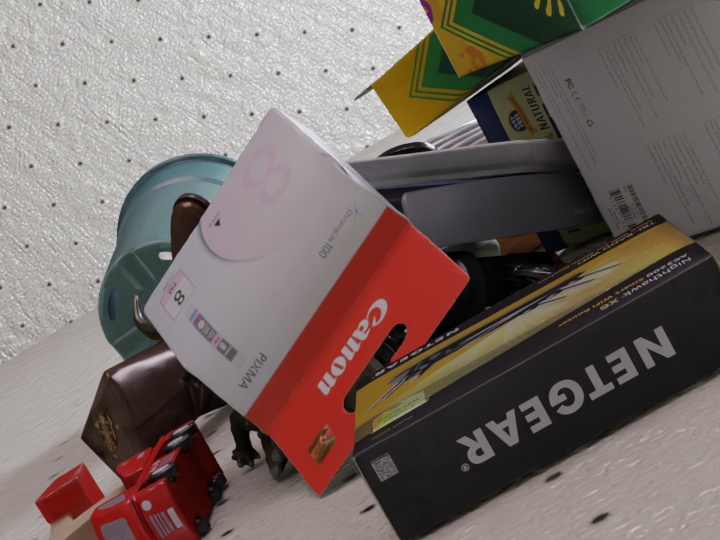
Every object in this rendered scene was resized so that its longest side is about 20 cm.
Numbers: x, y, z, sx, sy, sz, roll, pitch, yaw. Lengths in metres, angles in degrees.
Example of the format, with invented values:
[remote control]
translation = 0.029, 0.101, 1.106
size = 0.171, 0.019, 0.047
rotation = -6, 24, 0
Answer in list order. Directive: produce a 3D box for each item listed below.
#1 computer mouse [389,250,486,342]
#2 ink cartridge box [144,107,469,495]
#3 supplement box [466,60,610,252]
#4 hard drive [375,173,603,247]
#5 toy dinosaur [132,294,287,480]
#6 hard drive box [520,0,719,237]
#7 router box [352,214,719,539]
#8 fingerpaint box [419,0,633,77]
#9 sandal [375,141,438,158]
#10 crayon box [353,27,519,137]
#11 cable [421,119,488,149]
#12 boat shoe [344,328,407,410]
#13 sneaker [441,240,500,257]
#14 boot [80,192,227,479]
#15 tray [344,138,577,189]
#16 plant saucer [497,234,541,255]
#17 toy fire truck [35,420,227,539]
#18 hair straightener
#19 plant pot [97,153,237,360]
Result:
[computer mouse]
translation = 0.040, 0.027, 1.103
size = 0.034, 0.059, 0.200
rotation = -1, -11, -13
[ink cartridge box]
translation = -0.041, 0.013, 1.017
size = 0.163, 0.057, 0.200
rotation = -56, 37, 9
[supplement box]
translation = 0.227, -0.137, 1.241
size = 0.199, 0.135, 0.200
rotation = -23, 10, 42
[hard drive]
translation = 0.057, -0.037, 1.115
size = 0.134, 0.043, 0.199
rotation = -2, 5, 44
[toy dinosaur]
translation = -0.082, 0.064, 1.132
size = 0.076, 0.200, 0.103
rotation = -22, -34, -27
[hard drive box]
translation = 0.220, -0.113, 1.036
size = 0.077, 0.157, 0.199
rotation = -35, 10, -39
[router box]
translation = 0.092, 0.049, 0.860
size = 0.199, 0.053, 0.157
rotation = -30, 8, 4
[fingerpaint box]
translation = 0.154, -0.203, 1.007
size = 0.199, 0.074, 0.167
rotation = -32, 9, -20
[sandal]
translation = 0.003, -0.030, 1.445
size = 0.200, 0.075, 0.048
rotation = -43, 22, 24
[crayon box]
translation = 0.090, -0.166, 1.187
size = 0.125, 0.052, 0.200
rotation = -37, 2, -28
[cable]
translation = 0.081, -0.079, 1.548
size = 0.198, 0.070, 0.200
rotation = -29, -6, -1
[boat shoe]
translation = -0.002, 0.053, 1.105
size = 0.063, 0.073, 0.200
rotation = -42, 6, -13
[sneaker]
translation = 0.000, 0.000, 1.253
size = 0.199, 0.112, 0.077
rotation = -31, -29, 2
[boot]
translation = -0.162, 0.054, 1.337
size = 0.064, 0.188, 0.200
rotation = -7, 17, 33
[tray]
translation = 0.070, -0.074, 1.183
size = 0.198, 0.022, 0.107
rotation = -4, 1, 41
[plant saucer]
translation = 0.097, -0.024, 1.378
size = 0.199, 0.038, 0.200
rotation = -31, 7, 4
[toy fire truck]
translation = -0.162, 0.161, 1.118
size = 0.140, 0.049, 0.200
rotation = -30, 8, 7
[hair straightener]
translation = 0.107, 0.012, 1.066
size = 0.076, 0.041, 0.200
rotation = -6, 7, -20
[plant pot]
translation = -0.173, 0.006, 1.685
size = 0.199, 0.201, 0.196
rotation = -28, 15, 15
